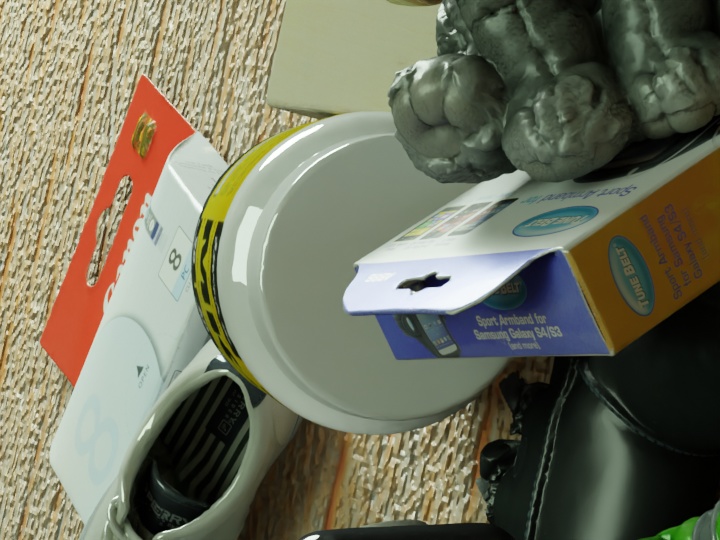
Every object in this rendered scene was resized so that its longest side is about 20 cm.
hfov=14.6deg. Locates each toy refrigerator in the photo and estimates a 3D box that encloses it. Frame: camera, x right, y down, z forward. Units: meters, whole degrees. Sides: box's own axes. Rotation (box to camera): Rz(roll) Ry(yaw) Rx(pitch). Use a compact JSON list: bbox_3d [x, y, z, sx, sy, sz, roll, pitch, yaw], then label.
[{"bbox_3d":[0.047,-0.083,1.070,0.200,0.076,0.070,11,89,60],"label":"toy refrigerator"}]

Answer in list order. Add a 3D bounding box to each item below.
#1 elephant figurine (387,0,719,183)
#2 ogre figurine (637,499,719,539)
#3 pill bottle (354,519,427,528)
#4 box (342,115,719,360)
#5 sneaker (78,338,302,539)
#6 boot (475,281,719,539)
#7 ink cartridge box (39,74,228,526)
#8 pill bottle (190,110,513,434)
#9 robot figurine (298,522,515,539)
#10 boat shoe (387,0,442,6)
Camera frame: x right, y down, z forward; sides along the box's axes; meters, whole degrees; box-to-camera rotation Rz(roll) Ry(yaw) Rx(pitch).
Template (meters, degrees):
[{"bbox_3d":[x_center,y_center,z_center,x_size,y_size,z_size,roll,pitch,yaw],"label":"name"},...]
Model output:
[{"bbox_3d":[0.051,-0.138,0.857,0.155,0.141,0.201,-6,111,56],"label":"elephant figurine"},{"bbox_3d":[0.159,0.128,0.784,0.120,0.098,0.201,-58,32,39],"label":"ogre figurine"},{"bbox_3d":[-0.003,0.194,0.955,0.113,0.112,0.201,-26,77,54],"label":"pill bottle"},{"bbox_3d":[0.090,-0.024,0.878,0.119,0.200,0.042,-4,117,59],"label":"box"},{"bbox_3d":[-0.087,0.107,1.210,0.073,0.071,0.201,31,111,16],"label":"sneaker"},{"bbox_3d":[0.101,0.071,0.927,0.198,0.073,0.163,25,99,66],"label":"boot"},{"bbox_3d":[-0.111,0.013,1.329,0.200,0.047,0.161,49,121,52],"label":"ink cartridge box"},{"bbox_3d":[0.000,0.000,1.019,0.200,0.114,0.115,-175,97,-83],"label":"pill bottle"},{"bbox_3d":[0.012,0.167,0.831,0.125,0.199,0.151,56,139,43],"label":"robot figurine"},{"bbox_3d":[0.084,-0.160,0.962,0.200,0.074,0.066,-42,31,-4],"label":"boat shoe"}]
